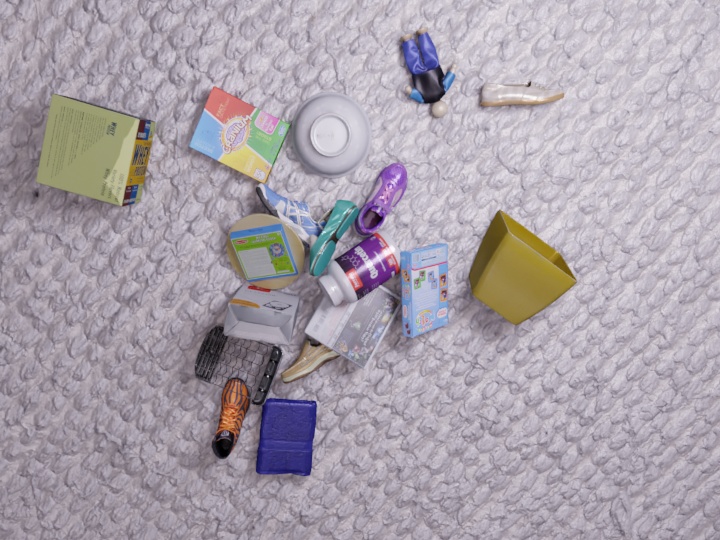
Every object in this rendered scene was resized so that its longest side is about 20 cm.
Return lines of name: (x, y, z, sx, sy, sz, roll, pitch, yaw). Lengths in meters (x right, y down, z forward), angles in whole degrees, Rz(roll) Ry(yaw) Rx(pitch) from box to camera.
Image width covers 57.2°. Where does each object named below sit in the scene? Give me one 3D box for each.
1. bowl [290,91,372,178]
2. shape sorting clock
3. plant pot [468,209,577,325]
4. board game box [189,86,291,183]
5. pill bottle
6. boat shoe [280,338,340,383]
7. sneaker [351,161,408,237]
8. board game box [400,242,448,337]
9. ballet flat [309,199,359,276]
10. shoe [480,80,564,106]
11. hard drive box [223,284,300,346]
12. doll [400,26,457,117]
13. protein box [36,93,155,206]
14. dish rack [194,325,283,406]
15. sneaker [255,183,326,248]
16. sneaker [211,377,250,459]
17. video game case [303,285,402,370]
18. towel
bowl: (-0.069, -0.317, 1.544, 0.196, 0.090, 0.206, 0, 100, -2)
shape sorting clock: (-0.228, -0.045, 1.592, 0.195, 0.039, 0.203, 6, 124, 8)
plant pot: (0.365, 0.004, 1.572, 0.198, 0.201, 0.178, 34, 110, -7)
board game box: (-0.284, -0.319, 1.562, 0.197, 0.040, 0.155, 25, 99, -6)
pill bottle: (0.000, 0.000, 1.572, 0.198, 0.112, 0.114, -33, 100, -11)
boat shoe: (-0.120, 0.206, 1.653, 0.198, 0.072, 0.077, -31, 97, -7)
sneaker: (0.051, -0.164, 1.576, 0.080, 0.089, 0.202, 32, 97, -6)
board game box: (0.158, 0.045, 1.596, 0.036, 0.150, 0.205, 6, 103, 42)
ballet flat: (-0.080, -0.082, 1.561, 0.070, 0.067, 0.202, 28, 81, 22)
shoe: (0.380, -0.418, 1.546, 0.195, 0.070, 0.055, -3, 109, 1)
hard drive box: (-0.228, 0.103, 1.561, 0.152, 0.200, 0.078, 10, 100, -4)
doll: (0.162, -0.459, 1.544, 0.134, 0.049, 0.204, -19, 100, 3)
protein box: (-0.601, -0.274, 1.515, 0.196, 0.135, 0.203, 15, 99, -4)
dish rack: (-0.305, 0.231, 1.637, 0.197, 0.055, 0.156, 21, 76, 0)
sneaker: (-0.168, -0.143, 1.588, 0.200, 0.076, 0.077, 42, 90, -18)
sneaker: (-0.324, 0.378, 1.653, 0.076, 0.112, 0.205, 7, 100, -3)
video game case: (-0.015, 0.111, 1.630, 0.180, 0.023, 0.202, 32, 80, -7)
towel: (-0.190, 0.427, 1.702, 0.144, 0.050, 0.205, 5, 100, -10)
